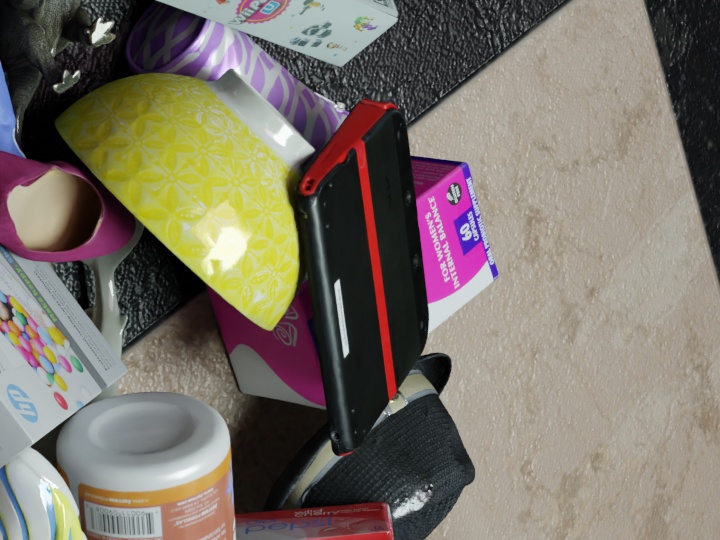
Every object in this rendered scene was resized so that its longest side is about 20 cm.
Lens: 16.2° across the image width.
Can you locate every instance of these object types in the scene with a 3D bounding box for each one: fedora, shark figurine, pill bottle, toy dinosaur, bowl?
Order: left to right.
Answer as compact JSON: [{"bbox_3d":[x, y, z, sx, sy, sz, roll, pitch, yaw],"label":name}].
[{"bbox_3d":[-0.204,-0.171,1.628,0.077,0.102,0.201,-14,116,-33],"label":"toy dinosaur"},{"bbox_3d":[-0.175,0.077,1.690,0.128,0.089,0.215,42,64,-51],"label":"shark figurine"},{"bbox_3d":[-0.135,0.189,1.638,0.112,0.112,0.201,-27,126,-41],"label":"pill bottle"},{"bbox_3d":[-0.094,-0.068,1.657,0.108,0.200,0.200,-46,132,3],"label":"bowl"},{"bbox_3d":[0.021,0.153,1.845,0.200,0.092,0.201,-42,165,-14],"label":"fedora"}]

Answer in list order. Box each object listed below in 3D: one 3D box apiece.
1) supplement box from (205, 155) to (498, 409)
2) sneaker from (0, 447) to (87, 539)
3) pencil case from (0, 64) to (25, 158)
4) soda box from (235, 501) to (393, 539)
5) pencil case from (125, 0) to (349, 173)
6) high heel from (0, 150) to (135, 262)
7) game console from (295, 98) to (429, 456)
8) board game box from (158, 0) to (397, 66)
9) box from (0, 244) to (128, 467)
[{"bbox_3d":[-0.005,0.005,1.855,0.200,0.103,0.102,-38,122,-35],"label":"supplement box"},{"bbox_3d":[-0.222,0.208,1.544,0.105,0.076,0.201,-31,126,-44],"label":"sneaker"},{"bbox_3d":[-0.258,-0.147,1.574,0.078,0.087,0.201,-11,104,-23],"label":"pencil case"},{"bbox_3d":[-0.075,0.206,1.744,0.070,0.199,0.064,-96,180,-77],"label":"soda box"},{"bbox_3d":[-0.076,-0.122,1.771,0.086,0.084,0.200,-53,133,-3],"label":"pencil case"},{"bbox_3d":[-0.186,-0.033,1.545,0.200,0.096,0.068,10,96,-52],"label":"high heel"},{"bbox_3d":[0.000,0.000,1.709,0.177,0.031,0.201,-51,138,-56],"label":"game console"},{"bbox_3d":[-0.078,-0.236,1.719,0.200,0.064,0.148,16,46,-48],"label":"board game box"},{"bbox_3d":[-0.228,0.031,1.540,0.156,0.041,0.200,53,16,-1],"label":"box"}]
